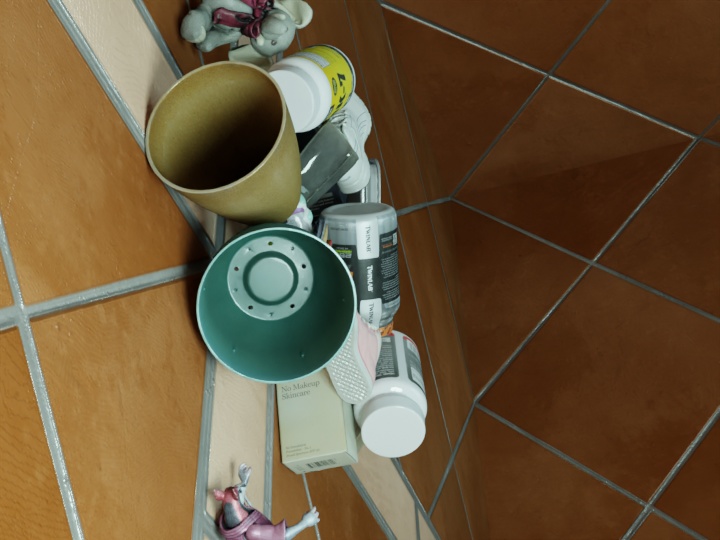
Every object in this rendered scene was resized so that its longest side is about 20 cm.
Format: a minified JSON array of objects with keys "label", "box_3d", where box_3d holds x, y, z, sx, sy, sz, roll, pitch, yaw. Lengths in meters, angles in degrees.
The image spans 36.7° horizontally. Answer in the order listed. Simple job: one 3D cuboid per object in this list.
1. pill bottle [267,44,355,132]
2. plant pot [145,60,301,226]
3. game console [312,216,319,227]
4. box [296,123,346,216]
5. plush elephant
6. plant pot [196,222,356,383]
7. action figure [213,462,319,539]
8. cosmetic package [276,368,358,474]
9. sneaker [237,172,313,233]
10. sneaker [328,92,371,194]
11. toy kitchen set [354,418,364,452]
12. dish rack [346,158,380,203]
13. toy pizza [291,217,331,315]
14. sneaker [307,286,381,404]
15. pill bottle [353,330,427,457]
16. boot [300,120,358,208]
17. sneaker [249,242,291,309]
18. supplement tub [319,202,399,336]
[{"label":"pill bottle","box_3d":[-0.086,-0.277,1.668,0.200,0.114,0.115,-52,128,-64]},{"label":"plant pot","box_3d":[-0.152,-0.141,1.417,0.200,0.186,0.187,54,26,-62]},{"label":"game console","box_3d":[-0.085,-0.034,2.026,0.176,0.116,0.200,-55,138,-33]},{"label":"box","box_3d":[-0.102,-0.228,1.908,0.197,0.117,0.200,-87,161,-51]},{"label":"plush elephant","box_3d":[-0.165,-0.381,1.645,0.165,0.155,0.200,-62,-177,0]},{"label":"plant pot","box_3d":[-0.113,0.028,1.426,0.161,0.200,0.201,-119,-168,-75]},{"label":"action figure","box_3d":[-0.129,0.332,1.324,0.149,0.134,0.200,-49,125,-21]},{"label":"cosmetic package","box_3d":[-0.069,0.197,1.649,0.073,0.103,0.200,56,23,-61]},{"label":"sneaker","box_3d":[-0.160,-0.103,1.569,0.200,0.078,0.140,55,34,2]},{"label":"sneaker","box_3d":[-0.025,-0.232,1.829,0.087,0.074,0.200,45,34,-59]},{"label":"toy kitchen set","box_3d":[-0.020,0.246,1.892,0.181,0.163,0.200,-56,152,-28]},{"label":"dish rack","box_3d":[-0.014,-0.120,2.019,0.200,0.043,0.172,-167,-104,-72]},{"label":"toy pizza","box_3d":[-0.078,0.019,1.616,0.200,0.032,0.201,-161,-90,-83]},{"label":"sneaker","box_3d":[-0.022,0.087,1.589,0.105,0.075,0.201,-70,148,-55]},{"label":"pill bottle","box_3d":[0.043,0.190,1.683,0.200,0.114,0.114,-94,166,-60]},{"label":"boot","box_3d":[-0.080,-0.116,1.730,0.200,0.072,0.182,-51,147,-16]},{"label":"sneaker","box_3d":[-0.127,0.035,1.619,0.105,0.076,0.200,64,17,-50]},{"label":"supplement tub","box_3d":[0.000,0.000,1.708,0.123,0.122,0.201,-59,147,-73]}]
